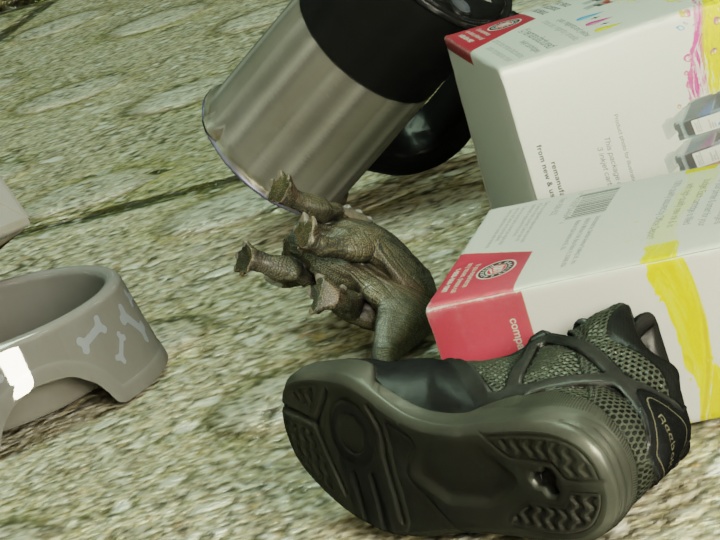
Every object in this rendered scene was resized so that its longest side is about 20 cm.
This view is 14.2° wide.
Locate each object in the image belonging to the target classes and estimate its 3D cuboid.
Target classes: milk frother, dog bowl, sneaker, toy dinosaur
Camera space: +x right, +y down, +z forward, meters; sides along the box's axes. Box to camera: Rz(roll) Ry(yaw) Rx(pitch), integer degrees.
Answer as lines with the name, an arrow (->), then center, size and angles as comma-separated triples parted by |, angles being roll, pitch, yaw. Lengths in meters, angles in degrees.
milk frother -> 0.024, -0.098, 1.836 | 0.188, 0.180, 0.200 | -48, 29, 32
dog bowl -> -0.212, 0.054, 1.651 | 0.200, 0.059, 0.200 | -16, 14, 4
sneaker -> 0.062, 0.063, 1.248 | 0.199, 0.076, 0.114 | 1, 20, 44
toy dinosaur -> 0.000, 0.000, 1.558 | 0.102, 0.077, 0.200 | 13, 9, -36

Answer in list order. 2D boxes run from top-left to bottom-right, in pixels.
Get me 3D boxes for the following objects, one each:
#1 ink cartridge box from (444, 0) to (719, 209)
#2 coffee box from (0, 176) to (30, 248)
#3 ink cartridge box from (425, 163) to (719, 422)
ink cartridge box -> 0.168, -0.079, 1.526 | 0.200, 0.145, 0.145 | -18, 13, -6
coffee box -> -0.310, 0.006, 1.737 | 0.200, 0.080, 0.113 | -37, -4, 28
ink cartridge box -> 0.148, 0.011, 1.325 | 0.200, 0.084, 0.145 | -12, 15, 20
